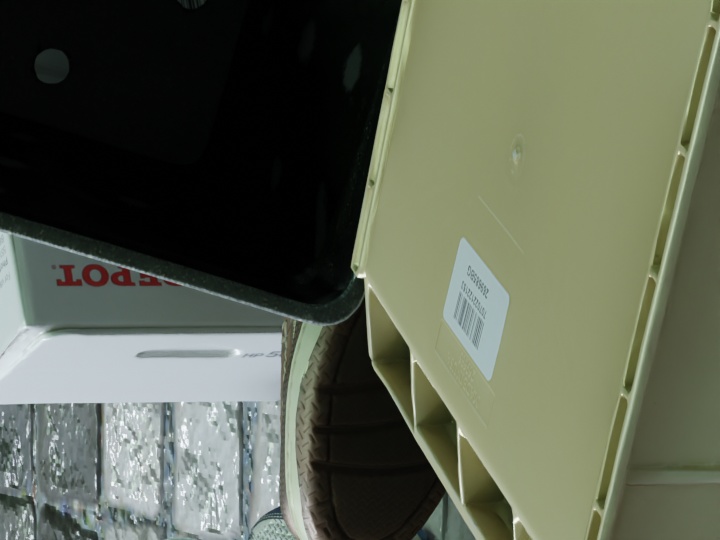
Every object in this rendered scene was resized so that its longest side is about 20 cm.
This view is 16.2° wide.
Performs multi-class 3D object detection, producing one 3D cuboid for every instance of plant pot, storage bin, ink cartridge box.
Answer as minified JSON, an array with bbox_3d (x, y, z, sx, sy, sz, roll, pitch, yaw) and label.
[{"bbox_3d":[-0.086,-0.109,0.845,0.177,0.199,0.201,-165,91,-77],"label":"plant pot"},{"bbox_3d":[0.078,-0.025,0.626,0.200,0.093,0.200,-124,40,-61],"label":"storage bin"},{"bbox_3d":[-0.094,-0.052,1.006,0.084,0.145,0.201,-41,54,53],"label":"ink cartridge box"}]

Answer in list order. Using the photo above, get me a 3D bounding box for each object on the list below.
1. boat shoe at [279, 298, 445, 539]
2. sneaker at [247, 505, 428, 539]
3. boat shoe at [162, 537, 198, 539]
[{"bbox_3d":[0.005,0.001,0.906,0.075,0.074,0.204,10,87,61],"label":"boat shoe"},{"bbox_3d":[-0.007,0.146,0.908,0.200,0.085,0.078,50,132,51],"label":"sneaker"},{"bbox_3d":[-0.036,0.200,0.992,0.060,0.075,0.201,46,-154,-76],"label":"boat shoe"}]
